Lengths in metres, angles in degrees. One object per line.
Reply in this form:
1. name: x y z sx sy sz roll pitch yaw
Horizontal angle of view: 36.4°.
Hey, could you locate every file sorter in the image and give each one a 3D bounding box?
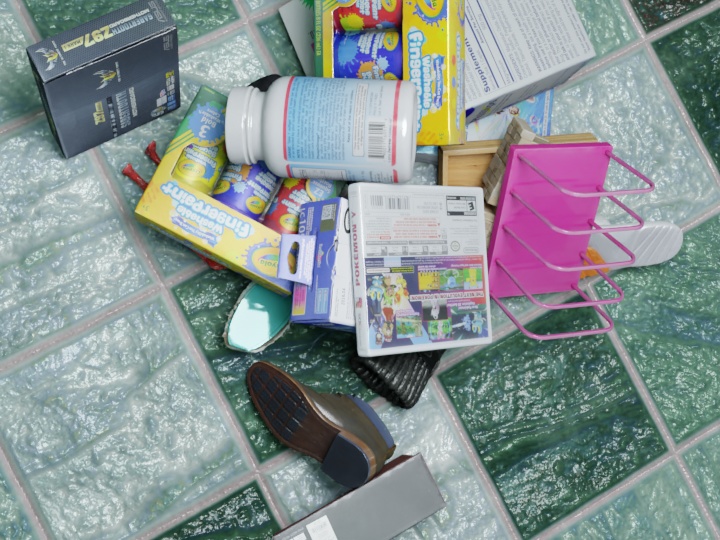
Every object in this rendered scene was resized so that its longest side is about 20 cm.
1. file sorter: 0.246 -0.033 1.298 0.138 0.126 0.202 -5 121 -23

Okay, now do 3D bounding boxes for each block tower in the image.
1. block tower: 0.173 -0.084 1.353 0.057 0.054 0.201 18 112 -17

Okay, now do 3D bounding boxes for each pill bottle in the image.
1. pill bottle: -0.040 -0.152 1.176 0.198 0.109 0.110 4 81 5

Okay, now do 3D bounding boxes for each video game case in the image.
1. video game case: 0.161 -0.230 1.429 0.179 0.045 0.202 8 80 -11
2. video game case: 0.070 -0.003 1.217 0.199 0.023 0.184 -2 87 -43

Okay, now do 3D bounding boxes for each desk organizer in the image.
1. desk organizer: -0.007 0.294 1.296 0.199 0.077 0.072 -27 89 -16

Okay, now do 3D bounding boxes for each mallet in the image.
1. mallet: -0.068 -0.159 1.336 0.200 0.041 0.066 49 37 10

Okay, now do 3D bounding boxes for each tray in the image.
1. tray: 0.198 -0.117 1.390 0.198 0.037 0.100 -5 115 -7

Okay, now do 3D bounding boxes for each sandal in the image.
1. sandal: 0.313 -0.037 1.427 0.204 0.059 0.080 -3 119 -4

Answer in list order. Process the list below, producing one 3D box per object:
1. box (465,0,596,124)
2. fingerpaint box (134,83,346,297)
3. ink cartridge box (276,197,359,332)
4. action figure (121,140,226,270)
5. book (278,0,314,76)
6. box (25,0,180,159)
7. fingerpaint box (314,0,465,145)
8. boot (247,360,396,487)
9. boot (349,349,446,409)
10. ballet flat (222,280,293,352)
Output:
1. box: 0.157 -0.298 1.359 0.199 0.105 0.185 -23 87 -14
2. fingerpaint box: -0.133 -0.089 1.256 0.199 0.073 0.168 28 80 -7
3. ink cartridge box: 0.000 0.000 1.217 0.199 0.076 0.138 14 78 -42
4. action figure: -0.199 -0.064 1.320 0.200 0.052 0.065 46 71 -6
5. book: -0.004 -0.265 1.358 0.133 0.048 0.202 -26 85 25
6. box: -0.284 -0.215 1.240 0.157 0.200 0.051 -27 77 -16
7. fingerpaint box: 0.034 -0.245 1.262 0.165 0.073 0.202 3 98 21
8. boot: -0.046 0.177 1.318 0.200 0.097 0.075 42 113 19
9. boot: 0.028 0.049 1.339 0.211 0.079 0.158 43 75 -5
10. ballet flat: -0.093 0.018 1.322 0.072 0.072 0.201 36 78 -6
